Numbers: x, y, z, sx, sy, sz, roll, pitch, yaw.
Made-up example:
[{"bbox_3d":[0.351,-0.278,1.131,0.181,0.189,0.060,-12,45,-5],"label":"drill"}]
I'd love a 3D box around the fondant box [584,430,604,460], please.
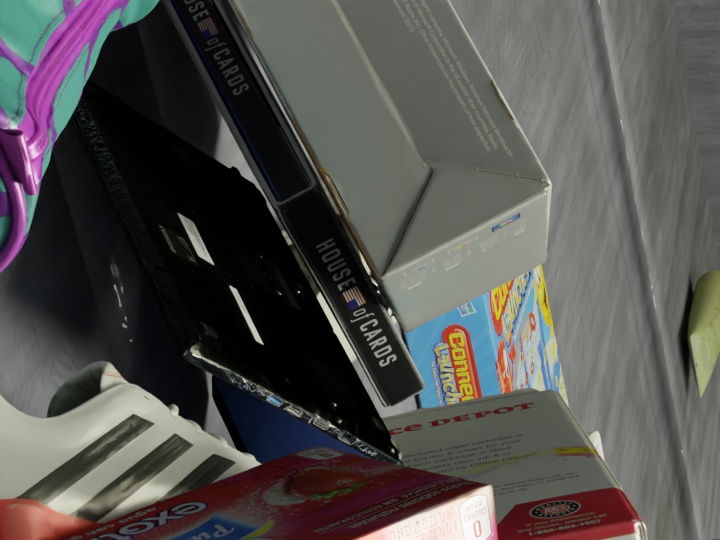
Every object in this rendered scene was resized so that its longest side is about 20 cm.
[{"bbox_3d":[0.069,0.194,1.348,0.058,0.144,0.200,-40,122,-72],"label":"fondant box"}]

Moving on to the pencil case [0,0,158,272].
[{"bbox_3d":[-0.123,-0.074,0.834,0.200,0.092,0.085,-73,152,-56],"label":"pencil case"}]

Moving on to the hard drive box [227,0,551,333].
[{"bbox_3d":[0.011,-0.067,1.049,0.156,0.077,0.200,62,0,9],"label":"hard drive box"}]

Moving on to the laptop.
[{"bbox_3d":[-0.064,0.041,1.030,0.200,0.103,0.177,31,21,-44],"label":"laptop"}]

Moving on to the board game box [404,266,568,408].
[{"bbox_3d":[0.085,0.063,1.648,0.200,0.056,0.196,-66,147,-63],"label":"board game box"}]

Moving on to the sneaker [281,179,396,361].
[{"bbox_3d":[0.000,0.000,1.306,0.200,0.080,0.074,-66,148,-61],"label":"sneaker"}]

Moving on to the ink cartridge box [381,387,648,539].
[{"bbox_3d":[0.048,0.133,1.187,0.200,0.146,0.083,-113,-167,-75],"label":"ink cartridge box"}]

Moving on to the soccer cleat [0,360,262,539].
[{"bbox_3d":[-0.073,0.075,0.898,0.200,0.069,0.085,8,65,-43],"label":"soccer cleat"}]

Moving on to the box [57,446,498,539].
[{"bbox_3d":[-0.053,0.135,0.805,0.200,0.095,0.100,-17,106,-36],"label":"box"}]

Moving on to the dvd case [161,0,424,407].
[{"bbox_3d":[-0.038,-0.052,1.110,0.200,0.025,0.150,62,1,41],"label":"dvd case"}]

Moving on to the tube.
[{"bbox_3d":[0.394,0.064,2.872,0.058,0.052,0.200,38,30,-6],"label":"tube"}]
